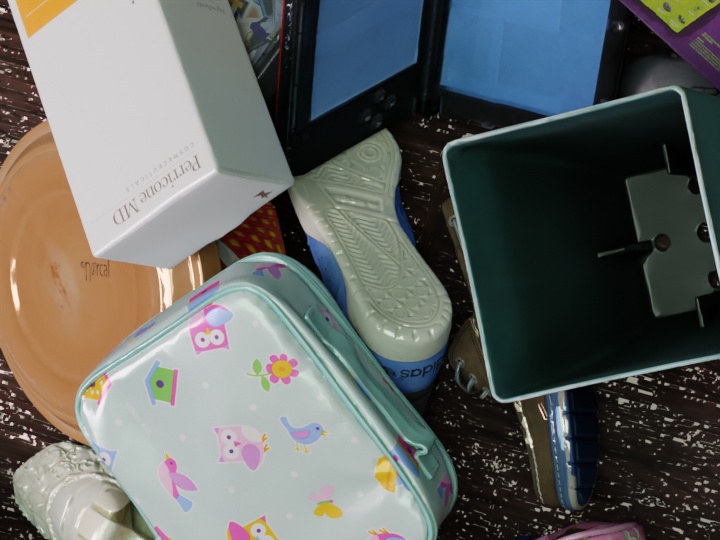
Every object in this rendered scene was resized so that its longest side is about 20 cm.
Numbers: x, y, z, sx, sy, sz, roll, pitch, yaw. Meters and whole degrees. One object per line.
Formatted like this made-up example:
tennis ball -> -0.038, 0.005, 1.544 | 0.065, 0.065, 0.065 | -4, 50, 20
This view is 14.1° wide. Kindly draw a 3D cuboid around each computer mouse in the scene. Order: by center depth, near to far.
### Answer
computer mouse -> 0.244, -0.099, 1.677 | 0.199, 0.034, 0.059 | 1, 89, 12

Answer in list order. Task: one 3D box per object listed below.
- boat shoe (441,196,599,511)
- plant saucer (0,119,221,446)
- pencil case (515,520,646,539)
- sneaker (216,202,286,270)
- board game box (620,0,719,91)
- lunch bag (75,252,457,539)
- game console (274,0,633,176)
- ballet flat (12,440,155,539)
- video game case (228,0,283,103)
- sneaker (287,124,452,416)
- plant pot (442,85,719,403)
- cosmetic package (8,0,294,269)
boat shoe -> 0.091, 0.045, 1.698 | 0.072, 0.072, 0.201 | -12, 77, 17
plant saucer -> -0.159, 0.007, 1.718 | 0.200, 0.032, 0.202 | 11, 106, 42
pencil case -> 0.140, 0.246, 1.676 | 0.086, 0.083, 0.201 | -12, 88, 12
sneaker -> -0.069, 0.037, 1.738 | 0.073, 0.077, 0.201 | -11, 102, -23
board game box -> 0.235, -0.143, 1.598 | 0.120, 0.032, 0.200 | -32, 124, 32
lunch bag -> -0.046, 0.100, 1.625 | 0.160, 0.077, 0.200 | -35, 98, 19
game console -> 0.053, -0.133, 1.625 | 0.119, 0.172, 0.201 | 38, 143, 29
ballet flat -> -0.127, 0.164, 1.745 | 0.199, 0.072, 0.072 | 30, 96, 12
video game case -> -0.075, -0.210, 1.696 | 0.200, 0.026, 0.181 | 33, 84, 35
sneaker -> -0.001, 0.000, 1.711 | 0.076, 0.112, 0.201 | -12, 51, -17
plant pot -> 0.161, -0.018, 1.604 | 0.141, 0.200, 0.142 | -13, 87, 26
cosmetic package -> -0.123, -0.114, 1.624 | 0.101, 0.071, 0.201 | -33, 66, 29
